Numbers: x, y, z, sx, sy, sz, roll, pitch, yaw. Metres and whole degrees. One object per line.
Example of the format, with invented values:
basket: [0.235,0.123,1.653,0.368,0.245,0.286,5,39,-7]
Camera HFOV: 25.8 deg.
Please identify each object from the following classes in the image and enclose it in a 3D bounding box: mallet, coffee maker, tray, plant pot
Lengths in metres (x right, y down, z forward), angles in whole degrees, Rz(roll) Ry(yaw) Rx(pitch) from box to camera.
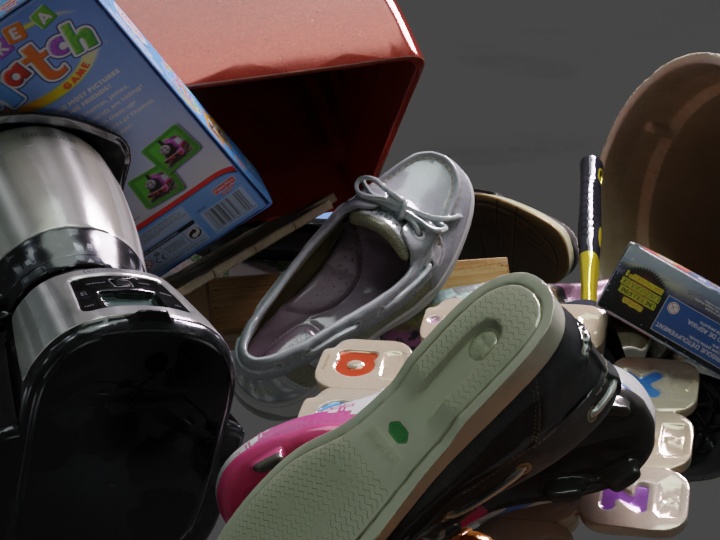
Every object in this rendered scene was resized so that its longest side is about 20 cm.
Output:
mallet: [0.135,-0.008,0.948,0.041,0.066,0.201,-11,47,18]
coffee maker: [-0.140,0.051,0.753,0.134,0.193,0.200,-18,40,-15]
tray: [-0.012,0.024,1.012,0.198,0.037,0.099,-3,-10,-20]
plant pot: [-0.092,-0.146,0.975,0.198,0.178,0.200,-9,-20,-15]
plant pot: [0.287,-0.033,1.068,0.182,0.202,0.200,6,11,-27]

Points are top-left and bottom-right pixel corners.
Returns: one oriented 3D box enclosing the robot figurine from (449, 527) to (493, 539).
robot figurine: [0.090,0.153,0.548,0.199,0.059,0.144,12,19,37]

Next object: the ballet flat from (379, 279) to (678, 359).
ballet flat: [0.112,0.044,0.975,0.198,0.070,0.071,-4,36,-22]

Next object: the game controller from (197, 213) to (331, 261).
game controller: [-0.030,-0.032,1.137,0.198,0.043,0.104,3,16,8]

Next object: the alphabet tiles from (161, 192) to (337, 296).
alphabet tiles: [-0.109,0.006,0.957,0.199,0.008,0.167,-32,7,-39]

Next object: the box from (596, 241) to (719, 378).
box: [0.204,0.036,0.857,0.136,0.040,0.200,31,7,13]

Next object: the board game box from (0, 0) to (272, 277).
board game box: [-0.159,-0.060,0.827,0.151,0.200,0.037,-32,48,7]

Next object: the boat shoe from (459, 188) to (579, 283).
boat shoe: [0.097,-0.034,1.235,0.064,0.074,0.199,-19,24,-41]

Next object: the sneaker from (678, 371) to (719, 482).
sneaker: [0.121,0.083,0.850,0.198,0.072,0.083,10,-7,28]

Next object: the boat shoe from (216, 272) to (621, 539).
boat shoe: [0.017,0.091,0.631,0.068,0.200,0.072,42,11,-38]

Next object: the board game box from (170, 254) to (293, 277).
board game box: [-0.044,-0.003,1.176,0.125,0.035,0.199,-11,19,-37]

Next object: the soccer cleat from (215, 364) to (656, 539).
soccer cleat: [0.033,0.081,0.711,0.198,0.071,0.086,-10,18,-4]

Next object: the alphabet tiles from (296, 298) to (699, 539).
alphabet tiles: [0.064,0.080,0.764,0.194,0.015,0.201,2,37,14]

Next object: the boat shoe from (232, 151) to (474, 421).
boat shoe: [-0.002,0.000,0.923,0.074,0.065,0.202,38,66,18]
